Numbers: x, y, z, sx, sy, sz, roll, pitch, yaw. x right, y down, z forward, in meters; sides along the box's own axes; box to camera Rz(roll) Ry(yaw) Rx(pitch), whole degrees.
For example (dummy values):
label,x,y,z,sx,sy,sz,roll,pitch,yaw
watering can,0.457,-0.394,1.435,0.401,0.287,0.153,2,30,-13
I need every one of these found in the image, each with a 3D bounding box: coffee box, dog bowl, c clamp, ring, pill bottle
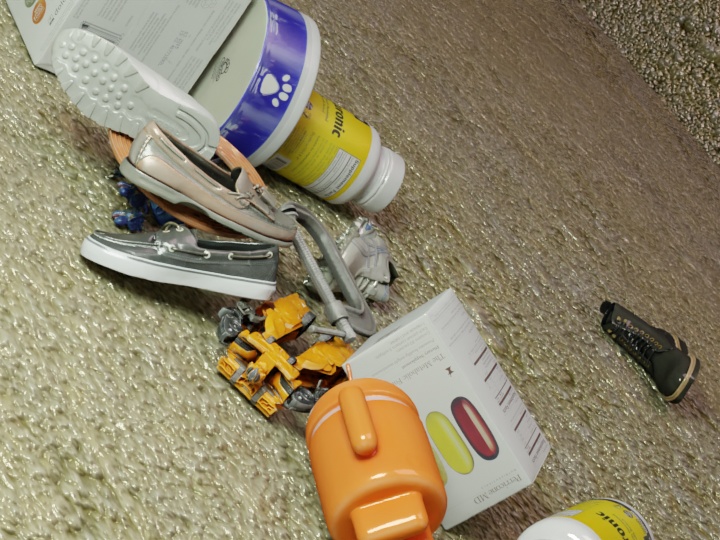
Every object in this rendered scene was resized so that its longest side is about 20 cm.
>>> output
label,x,y,z,sx,sy,sz,roll,pitch,yaw
coffee box,-0.280,-0.340,1.894,0.199,0.200,0.198,19,29,-41
dog bowl,-0.135,-0.228,1.920,0.078,0.201,0.201,23,27,-30
c clamp,-0.040,-0.001,1.707,0.170,0.027,0.201,27,32,-56
ring,-0.180,-0.102,1.690,0.199,0.019,0.201,30,28,-18
pill bottle,0.215,0.298,1.611,0.111,0.112,0.199,48,24,19
pill bottle,-0.045,-0.153,2.027,0.199,0.111,0.112,29,24,-28

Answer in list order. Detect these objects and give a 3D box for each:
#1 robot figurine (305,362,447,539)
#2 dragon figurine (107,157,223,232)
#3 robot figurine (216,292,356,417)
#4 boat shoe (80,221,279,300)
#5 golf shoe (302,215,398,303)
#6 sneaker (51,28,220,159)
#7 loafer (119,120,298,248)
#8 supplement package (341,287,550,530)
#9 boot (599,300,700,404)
label,x,y,z,sx,sy,sz,roll,pitch,yaw
robot figurine,0.012,0.184,1.486,0.143,0.117,0.201,27,30,-34
dragon figurine,-0.204,-0.085,1.721,0.199,0.059,0.100,1,46,-52
robot figurine,-0.075,0.087,1.607,0.145,0.058,0.200,43,21,7
boat shoe,-0.175,-0.018,1.578,0.198,0.057,0.069,12,8,-19
golf shoe,0.000,0.000,1.883,0.097,0.078,0.200,47,23,0
sneaker,-0.233,-0.181,1.664,0.199,0.077,0.081,37,16,-13
loafer,-0.142,-0.084,1.608,0.199,0.063,0.072,23,12,-25
supplement package,0.090,0.140,1.640,0.201,0.113,0.109,57,22,-2
boot,0.416,0.117,2.357,0.138,0.078,0.200,33,9,-7
